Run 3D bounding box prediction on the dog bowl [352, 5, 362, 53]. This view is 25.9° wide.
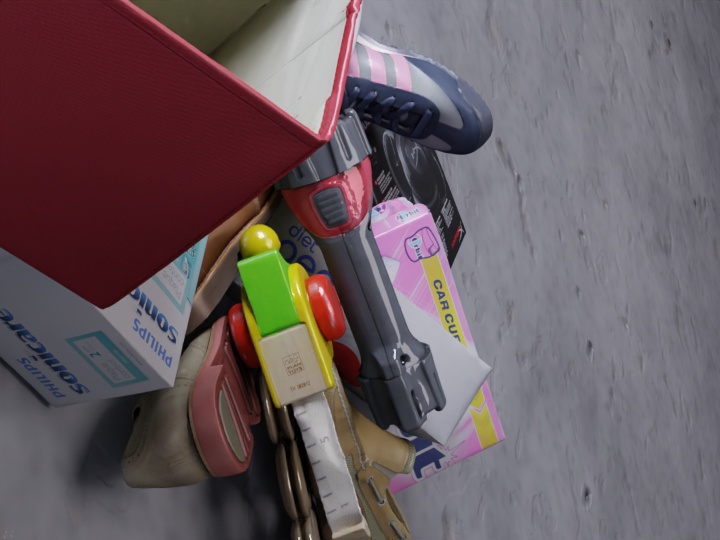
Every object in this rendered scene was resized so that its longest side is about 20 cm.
[{"bbox_3d":[-0.053,-0.225,1.005,0.200,0.078,0.201,1,90,-79],"label":"dog bowl"}]

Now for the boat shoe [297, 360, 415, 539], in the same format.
[{"bbox_3d":[0.000,0.127,1.077,0.201,0.076,0.072,79,-1,-48],"label":"boat shoe"}]

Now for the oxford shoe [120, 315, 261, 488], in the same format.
[{"bbox_3d":[-0.105,0.078,0.951,0.200,0.074,0.071,-82,152,-80],"label":"oxford shoe"}]

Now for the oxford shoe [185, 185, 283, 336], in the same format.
[{"bbox_3d":[-0.099,-0.049,1.001,0.071,0.071,0.200,48,43,-23],"label":"oxford shoe"}]

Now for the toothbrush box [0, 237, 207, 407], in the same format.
[{"bbox_3d":[-0.156,-0.048,0.869,0.147,0.085,0.201,54,35,-42],"label":"toothbrush box"}]

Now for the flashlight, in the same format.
[{"bbox_3d":[0.000,0.000,1.003,0.068,0.068,0.201,-32,109,-35],"label":"flashlight"}]

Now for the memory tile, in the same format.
[{"bbox_3d":[-0.040,0.161,1.048,0.153,0.017,0.201,126,-47,-88],"label":"memory tile"}]

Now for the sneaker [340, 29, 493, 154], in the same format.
[{"bbox_3d":[-0.003,-0.127,1.121,0.082,0.199,0.070,-59,175,-44],"label":"sneaker"}]

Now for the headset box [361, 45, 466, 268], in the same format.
[{"bbox_3d":[0.005,-0.071,1.244,0.201,0.077,0.149,66,27,-25],"label":"headset box"}]

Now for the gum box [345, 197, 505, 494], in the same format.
[{"bbox_3d":[0.018,0.053,1.155,0.066,0.113,0.201,31,-38,67],"label":"gum box"}]

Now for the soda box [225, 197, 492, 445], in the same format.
[{"bbox_3d":[-0.008,0.035,1.067,0.200,0.063,0.068,40,77,-21],"label":"soda box"}]

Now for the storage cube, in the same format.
[{"bbox_3d":[-0.120,-0.123,0.715,0.200,0.180,0.172,33,46,-24],"label":"storage cube"}]

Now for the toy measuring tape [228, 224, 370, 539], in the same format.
[{"bbox_3d":[-0.032,0.068,0.961,0.073,0.073,0.201,-12,83,-66],"label":"toy measuring tape"}]
